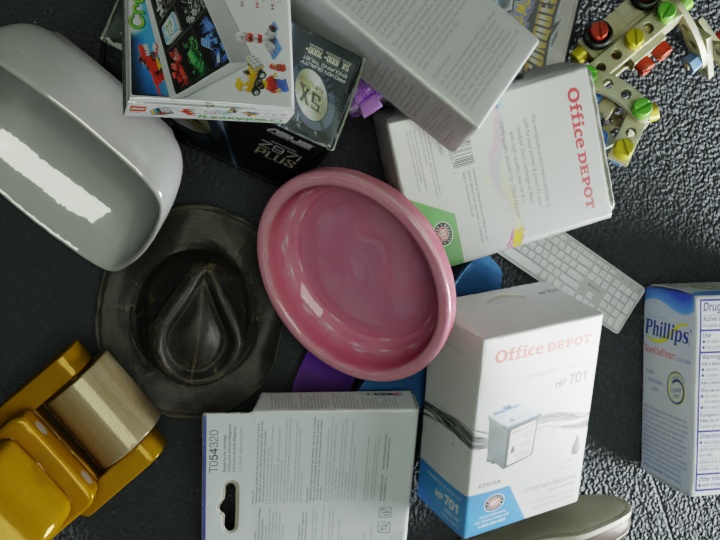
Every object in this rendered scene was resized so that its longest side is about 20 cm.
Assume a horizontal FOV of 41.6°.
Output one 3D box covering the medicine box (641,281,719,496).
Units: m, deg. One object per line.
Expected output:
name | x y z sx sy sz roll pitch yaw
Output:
medicine box | 0.396 0.117 0.983 0.178 0.103 0.205 -1 94 -13

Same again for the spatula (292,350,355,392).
spatula | -0.010 0.043 0.925 0.056 0.021 0.203 22 86 -3

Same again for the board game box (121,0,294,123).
board game box | -0.116 -0.215 0.711 0.124 0.035 0.204 0 81 -19

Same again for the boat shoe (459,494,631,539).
boat shoe | 0.185 0.286 0.965 0.196 0.072 0.061 -18 104 -7

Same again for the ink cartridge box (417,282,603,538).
ink cartridge box | 0.138 0.128 0.893 0.144 0.086 0.204 -9 115 -28

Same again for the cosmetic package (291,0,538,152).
cosmetic package | 0.037 -0.206 0.790 0.199 0.071 0.102 39 74 -4

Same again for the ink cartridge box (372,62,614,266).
ink cartridge box | 0.124 -0.100 0.894 0.196 0.088 0.148 -16 106 -5

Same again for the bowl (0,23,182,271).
bowl | -0.238 -0.105 0.789 0.199 0.199 0.075 40 58 -10

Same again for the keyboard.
keyboard | 0.204 -0.009 0.977 0.198 0.011 0.057 33 86 -13

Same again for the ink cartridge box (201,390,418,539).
ink cartridge box | -0.050 0.209 0.889 0.196 0.043 0.200 2 111 -8

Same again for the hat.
hat | -0.152 0.042 0.863 0.196 0.081 0.205 -1 94 -12

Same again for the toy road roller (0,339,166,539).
toy road roller | -0.271 0.170 0.805 0.199 0.146 0.123 -40 102 0

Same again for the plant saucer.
plant saucer | 0.000 0.000 0.839 0.051 0.199 0.203 -39 104 -47

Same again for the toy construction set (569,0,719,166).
toy construction set | 0.285 -0.203 0.940 0.199 0.092 0.132 -35 76 -16

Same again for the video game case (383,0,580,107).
video game case | 0.123 -0.239 0.934 0.177 0.025 0.204 13 91 -13

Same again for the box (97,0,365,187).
box | -0.116 -0.161 0.808 0.197 0.163 0.088 24 76 -14

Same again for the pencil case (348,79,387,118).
pencil case | -0.024 -0.238 0.858 0.083 0.085 0.202 -32 93 20

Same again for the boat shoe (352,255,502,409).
boat shoe | 0.063 0.069 0.923 0.200 0.069 0.084 -45 112 -3
